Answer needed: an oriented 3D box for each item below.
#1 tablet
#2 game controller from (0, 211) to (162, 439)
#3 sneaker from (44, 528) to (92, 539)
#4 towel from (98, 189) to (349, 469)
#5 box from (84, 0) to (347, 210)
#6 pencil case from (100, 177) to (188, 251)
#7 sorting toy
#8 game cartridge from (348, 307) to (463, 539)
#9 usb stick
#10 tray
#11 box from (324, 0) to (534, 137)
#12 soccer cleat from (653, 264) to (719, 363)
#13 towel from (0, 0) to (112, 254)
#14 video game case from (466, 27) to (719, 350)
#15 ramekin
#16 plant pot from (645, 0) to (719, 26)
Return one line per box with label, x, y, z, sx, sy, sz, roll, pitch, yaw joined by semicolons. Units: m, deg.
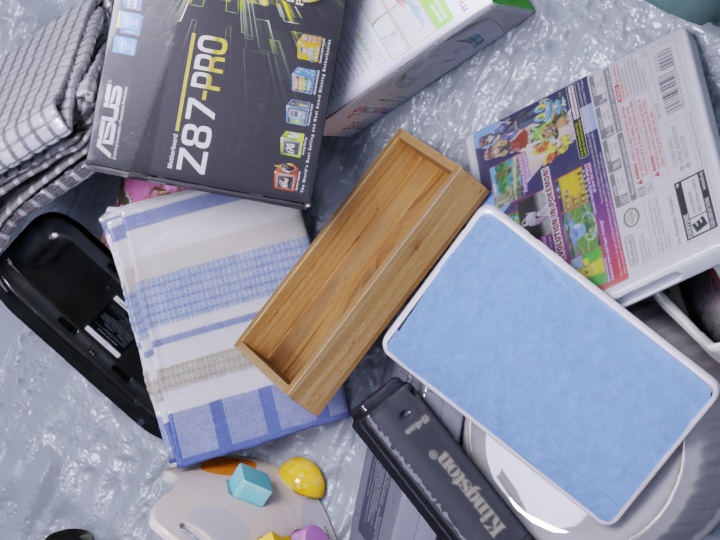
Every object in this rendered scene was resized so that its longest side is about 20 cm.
tablet;0.125;0.063;1.606;0.200;0.014;0.130;38;111;5
game controller;-0.185;0.044;1.820;0.200;0.042;0.104;42;121;-7
sneaker;-0.173;0.279;1.838;0.200;0.074;0.089;31;119;42
towel;-0.098;0.033;1.778;0.147;0.024;0.200;-16;99;-11
box;-0.095;-0.154;1.676;0.161;0.049;0.200;11;97;-4
pencil case;-0.124;-0.087;1.809;0.086;0.083;0.200;35;107;49
sorting toy;-0.087;0.222;1.747;0.107;0.180;0.200;-26;82;22
game cartridge;0.035;0.132;1.722;0.041;0.133;0.200;11;97;-9
usb stick;0.070;0.161;1.629;0.200;0.055;0.033;51;152;4
tray;0.000;0.000;1.728;0.200;0.037;0.099;-53;33;0
box;-0.006;-0.224;1.745;0.176;0.097;0.200;-34;79;21
soccer cleat;0.215;-0.018;1.654;0.069;0.085;0.200;-38;67;20
towel;-0.241;-0.103;1.802;0.165;0.200;0.086;-30;115;20
video game case;0.164;-0.054;1.659;0.182;0.023;0.200;-26;46;22
ramekin;0.164;0.112;1.677;0.200;0.105;0.201;0;91;23
plant pot;0.237;-0.281;1.597;0.200;0.200;0.196;43;114;16
